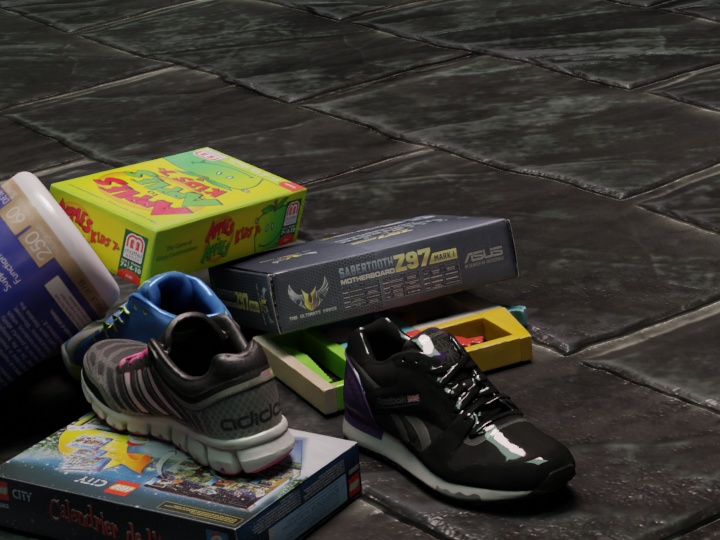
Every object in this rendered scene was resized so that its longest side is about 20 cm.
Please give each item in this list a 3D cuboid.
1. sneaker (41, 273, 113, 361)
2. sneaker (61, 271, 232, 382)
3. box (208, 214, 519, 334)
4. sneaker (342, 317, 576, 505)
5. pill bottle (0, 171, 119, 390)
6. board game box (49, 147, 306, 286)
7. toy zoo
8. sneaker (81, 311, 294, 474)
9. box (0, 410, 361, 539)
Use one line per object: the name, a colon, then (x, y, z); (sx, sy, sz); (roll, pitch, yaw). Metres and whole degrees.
sneaker: (-0.260, 0.052, 1.606); (0.200, 0.080, 0.074); (-35, 61, -29)
sneaker: (-0.147, 0.041, 1.533); (0.200, 0.106, 0.076); (15, 28, 42)
box: (0.000, 0.000, 1.641); (0.199, 0.051, 0.158); (-14, 8, -19)
sneaker: (0.054, 0.087, 1.384); (0.076, 0.088, 0.200); (-21, 26, -37)
pill bottle: (-0.278, 0.033, 1.491); (0.200, 0.116, 0.116); (-38, 27, -7)
board game box: (-0.139, -0.043, 1.635); (0.101, 0.048, 0.200); (24, 22, 26)
toy zoo: (0.036, 0.053, 1.578); (0.199, 0.021, 0.131); (-14, 21, -22)
sneaker: (-0.115, 0.063, 1.380); (0.074, 0.088, 0.200); (-18, 23, -34)
box: (-0.119, 0.136, 1.366); (0.199, 0.038, 0.136); (8, 24, 32)
